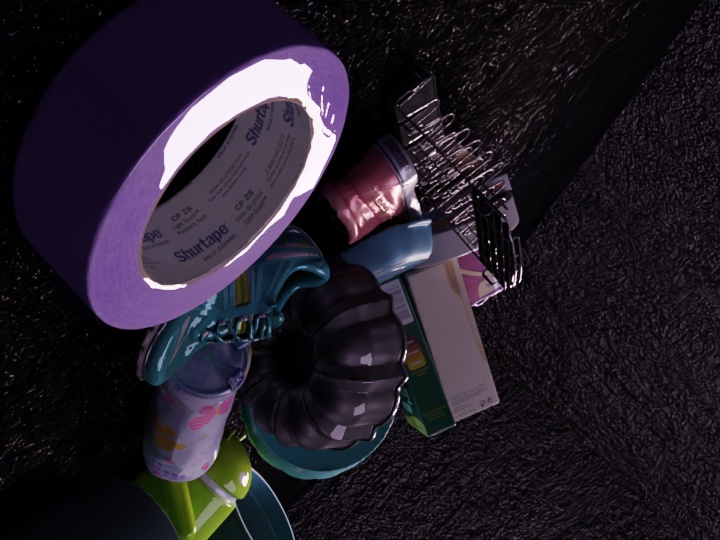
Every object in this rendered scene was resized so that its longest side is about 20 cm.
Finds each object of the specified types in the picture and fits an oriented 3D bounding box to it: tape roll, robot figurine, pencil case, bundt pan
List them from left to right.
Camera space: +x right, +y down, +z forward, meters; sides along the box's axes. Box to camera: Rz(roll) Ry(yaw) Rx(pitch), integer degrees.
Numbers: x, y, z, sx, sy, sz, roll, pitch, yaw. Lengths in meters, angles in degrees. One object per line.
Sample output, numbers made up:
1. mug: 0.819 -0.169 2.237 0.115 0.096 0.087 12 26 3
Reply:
1. robot figurine: -0.214 0.270 0.829 0.200 0.115 0.176 -47 171 -11
2. pencil case: -0.165 0.131 0.680 0.091 0.082 0.201 -49 170 -44
3. tape roll: -0.095 -0.062 0.407 0.200 0.065 0.201 -47 166 -15
4. bundt pan: -0.054 0.085 0.691 0.203 0.202 0.075 -54 155 22
5. tape roll: 0.107 -0.053 0.904 0.199 0.038 0.203 -20 -167 5

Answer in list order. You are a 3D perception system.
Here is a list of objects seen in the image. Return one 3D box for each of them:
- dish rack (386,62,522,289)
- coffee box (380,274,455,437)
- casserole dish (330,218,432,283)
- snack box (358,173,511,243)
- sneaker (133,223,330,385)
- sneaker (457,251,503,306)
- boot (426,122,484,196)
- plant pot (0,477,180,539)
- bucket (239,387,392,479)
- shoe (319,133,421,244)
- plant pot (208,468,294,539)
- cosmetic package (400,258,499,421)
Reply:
1. dish rack: 0.098 -0.082 0.660 0.054 0.201 0.154 -34 150 -4
2. coffee box: 0.056 0.105 0.889 0.043 0.204 0.123 -21 -179 -9
3. casserole dish: 0.000 0.000 0.774 0.198 0.039 0.120 -28 172 30
4. snack box: 0.094 -0.077 0.879 0.197 0.025 0.072 -25 -169 -20
5. sneaker: -0.106 0.030 0.594 0.199 0.079 0.078 -41 165 -30
6. sneaker: 0.134 -0.004 0.999 0.072 0.116 0.200 -25 -165 -17
7. boot: 0.109 -0.133 0.878 0.075 0.074 0.200 -40 170 7
8. plant pot: -0.272 0.308 0.609 0.160 0.201 0.202 -5 136 -56
9. bucket: -0.049 0.152 0.843 0.207 0.207 0.135 -44 174 -16
10. shoe: 0.009 -0.073 0.728 0.090 0.072 0.200 -34 170 -1
11. plant pot: -0.239 0.470 1.186 0.186 0.202 0.200 -33 167 4
12. cosmetic package: 0.107 0.079 0.900 0.070 0.204 0.105 -20 -166 -8
